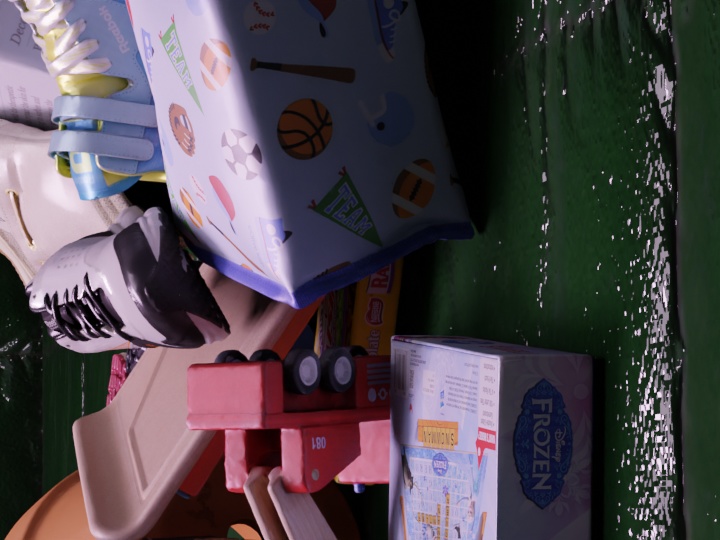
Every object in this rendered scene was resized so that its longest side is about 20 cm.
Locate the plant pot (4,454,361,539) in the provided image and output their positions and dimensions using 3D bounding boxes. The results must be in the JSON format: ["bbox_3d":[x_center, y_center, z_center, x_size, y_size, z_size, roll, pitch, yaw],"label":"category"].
[{"bbox_3d":[-0.088,0.175,1.439,0.140,0.199,0.201,-46,42,49],"label":"plant pot"}]

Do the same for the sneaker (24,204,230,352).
[{"bbox_3d":[-0.119,0.015,1.314,0.074,0.080,0.200,63,170,-6],"label":"sneaker"}]

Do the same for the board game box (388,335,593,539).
[{"bbox_3d":[0.050,0.129,1.091,0.200,0.041,0.200,-173,84,-79],"label":"board game box"}]

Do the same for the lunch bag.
[{"bbox_3d":[-0.044,-0.091,1.232,0.200,0.124,0.171,17,123,63],"label":"lunch bag"}]

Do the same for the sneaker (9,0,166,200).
[{"bbox_3d":[-0.143,-0.112,1.324,0.079,0.200,0.131,1,65,57],"label":"sneaker"}]

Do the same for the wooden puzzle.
[{"bbox_3d":[-0.071,0.038,1.357,0.200,0.037,0.185,-52,17,7],"label":"wooden puzzle"}]

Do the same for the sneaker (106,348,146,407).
[{"bbox_3d":[-0.108,0.082,1.551,0.200,0.074,0.081,132,143,-66],"label":"sneaker"}]

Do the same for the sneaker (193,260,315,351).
[{"bbox_3d":[-0.066,0.031,1.610,0.200,0.078,0.070,24,114,54],"label":"sneaker"}]

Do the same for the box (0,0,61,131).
[{"bbox_3d":[-0.162,-0.171,1.535,0.199,0.171,0.201,98,-172,-74],"label":"box"}]

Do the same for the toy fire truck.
[{"bbox_3d":[-0.029,0.105,1.168,0.049,0.200,0.142,-2,88,37],"label":"toy fire truck"}]

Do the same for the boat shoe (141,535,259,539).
[{"bbox_3d":[-0.078,0.166,1.315,0.061,0.201,0.072,-111,33,-61],"label":"boat shoe"}]

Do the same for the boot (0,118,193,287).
[{"bbox_3d":[-0.128,-0.019,1.498,0.154,0.200,0.072,0,56,42],"label":"boot"}]

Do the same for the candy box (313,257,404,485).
[{"bbox_3d":[0.000,0.000,1.373,0.102,0.026,0.201,-106,21,-64],"label":"candy box"}]
